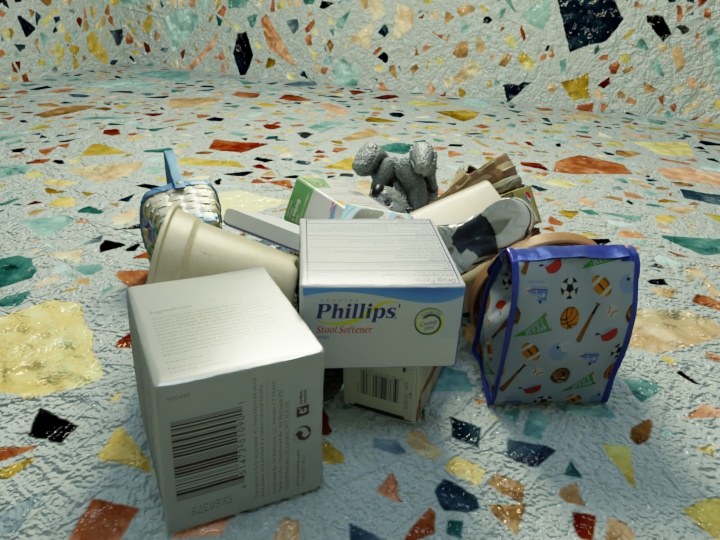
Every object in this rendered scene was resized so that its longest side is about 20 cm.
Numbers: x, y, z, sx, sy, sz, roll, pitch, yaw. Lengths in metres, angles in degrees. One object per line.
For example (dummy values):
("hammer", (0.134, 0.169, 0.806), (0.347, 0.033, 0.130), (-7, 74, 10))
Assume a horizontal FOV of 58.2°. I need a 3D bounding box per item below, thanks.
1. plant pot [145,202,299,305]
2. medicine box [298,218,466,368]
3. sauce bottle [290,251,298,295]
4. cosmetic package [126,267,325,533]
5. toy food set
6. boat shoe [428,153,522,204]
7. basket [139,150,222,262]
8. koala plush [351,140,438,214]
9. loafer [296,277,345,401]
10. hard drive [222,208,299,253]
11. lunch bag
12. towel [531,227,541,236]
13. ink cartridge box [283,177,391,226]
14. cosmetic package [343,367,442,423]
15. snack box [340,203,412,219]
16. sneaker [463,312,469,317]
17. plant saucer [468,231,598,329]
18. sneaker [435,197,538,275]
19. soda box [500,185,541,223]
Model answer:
("plant pot", (-0.180, 0.030, 0.869), (0.178, 0.206, 0.202), (12, 23, -8))
("medicine box", (0.015, 0.019, 0.775), (0.176, 0.106, 0.201), (0, 26, -5))
("sauce bottle", (-0.088, -0.014, 1.093), (0.064, 0.068, 0.201), (-1, 27, -8))
("cosmetic package", (-0.145, 0.120, 0.680), (0.160, 0.170, 0.200), (-9, 28, -24))
("toy food set", (0.172, -0.041, 0.993), (0.140, 0.061, 0.202), (-22, 51, -7))
("boat shoe", (0.202, -0.156, 1.181), (0.197, 0.074, 0.075), (-19, 0, 41))
("basket", (-0.299, -0.082, 1.083), (0.135, 0.180, 0.202), (-9, 38, -17))
("koala plush", (0.061, -0.123, 1.271), (0.172, 0.187, 0.202), (4, 44, 25))
("loafer", (-0.052, 0.094, 0.858), (0.071, 0.072, 0.203), (1, 44, -5))
("hard drive", (-0.112, -0.056, 0.978), (0.129, 0.026, 0.200), (21, 5, 9))
("lunch bag", (0.237, 0.055, 0.797), (0.164, 0.204, 0.125), (-2, 38, -7))
("towel", (0.203, -0.032, 1.128), (0.196, 0.023, 0.143), (-16, -2, -29))
("ink cartridge box", (-0.014, -0.081, 1.136), (0.198, 0.086, 0.143), (35, 22, 27))
("cosmetic package", (0.058, 0.096, 0.845), (0.100, 0.090, 0.200), (11, 27, 20))
("snack box", (0.000, 0.000, 0.972), (0.113, 0.037, 0.204), (11, 64, 20))
("sneaker", (0.195, 0.016, 1.041), (0.110, 0.078, 0.201), (11, 29, 11))
("plant saucer", (0.241, 0.025, 0.881), (0.194, 0.204, 0.033), (-2, 45, -10))
("sneaker", (0.164, -0.042, 0.916), (0.197, 0.081, 0.128), (-33, -15, 30))
("soda box", (0.220, -0.086, 1.164), (0.063, 0.070, 0.197), (-19, 0, -42))
